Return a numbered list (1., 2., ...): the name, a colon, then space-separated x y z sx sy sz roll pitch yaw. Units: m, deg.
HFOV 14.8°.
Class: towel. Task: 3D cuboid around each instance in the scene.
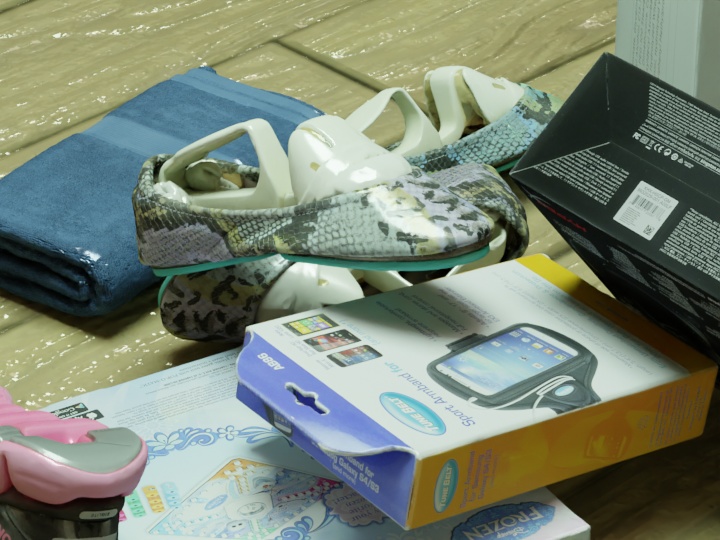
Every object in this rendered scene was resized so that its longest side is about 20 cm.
1. towel: -0.108 -0.040 1.441 0.111 0.049 0.200 21 37 31

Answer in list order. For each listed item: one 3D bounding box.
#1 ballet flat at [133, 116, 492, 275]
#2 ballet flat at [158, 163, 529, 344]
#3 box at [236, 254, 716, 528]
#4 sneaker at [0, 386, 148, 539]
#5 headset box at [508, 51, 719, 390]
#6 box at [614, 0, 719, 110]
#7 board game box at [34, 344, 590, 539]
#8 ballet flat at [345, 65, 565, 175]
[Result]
1. ballet flat: -0.030 -0.034 1.237 0.200 0.072 0.072 -1 24 42
2. ballet flat: 0.000 0.000 1.358 0.200 0.072 0.072 -20 36 -26
3. box: 0.043 0.051 1.201 0.200 0.042 0.119 -15 35 -36
4. sneaker: -0.161 0.100 1.160 0.079 0.096 0.200 -6 12 -34
5. headset box: 0.178 0.007 1.245 0.149 0.200 0.077 34 84 42
6. box: 0.240 -0.116 1.413 0.198 0.200 0.131 -8 33 -11
7. board game box: -0.037 0.106 1.207 0.200 0.043 0.199 -17 35 -25
8. ballet flat: 0.041 -0.071 1.459 0.074 0.074 0.200 24 38 34
